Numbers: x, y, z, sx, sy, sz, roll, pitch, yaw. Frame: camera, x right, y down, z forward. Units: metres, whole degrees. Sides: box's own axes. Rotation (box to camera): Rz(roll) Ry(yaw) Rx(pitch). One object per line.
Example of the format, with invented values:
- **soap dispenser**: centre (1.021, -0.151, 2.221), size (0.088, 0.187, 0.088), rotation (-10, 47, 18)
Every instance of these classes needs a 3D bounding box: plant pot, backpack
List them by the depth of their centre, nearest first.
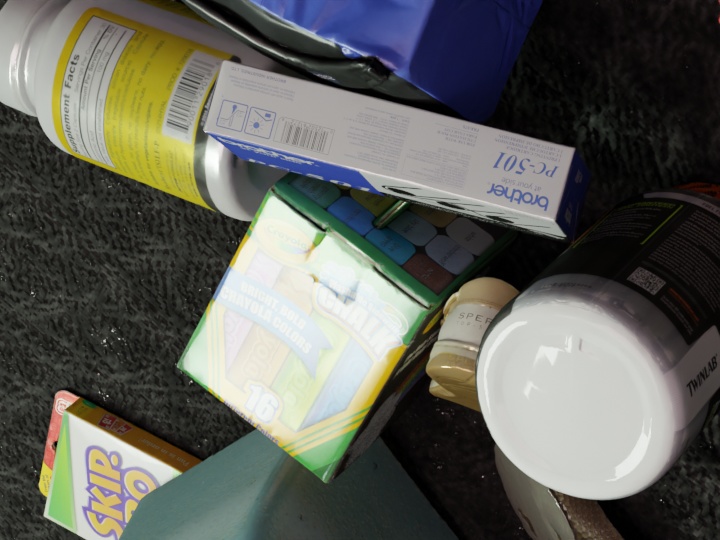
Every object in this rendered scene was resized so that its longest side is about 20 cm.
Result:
- **backpack**: centre (-0.008, -0.186, 1.414), size (0.199, 0.162, 0.168), rotation (23, 85, 24)
- **plant pot**: centre (-0.060, 0.232, 1.600), size (0.196, 0.200, 0.197), rotation (-32, 101, 33)

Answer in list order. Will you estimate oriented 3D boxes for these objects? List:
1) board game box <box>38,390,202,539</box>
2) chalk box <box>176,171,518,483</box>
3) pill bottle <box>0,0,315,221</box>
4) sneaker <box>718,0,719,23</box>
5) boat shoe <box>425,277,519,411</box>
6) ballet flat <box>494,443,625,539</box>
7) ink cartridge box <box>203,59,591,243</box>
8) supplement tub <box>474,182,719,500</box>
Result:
- **board game box**: centre (-0.138, 0.164, 1.746), size (0.200, 0.030, 0.096), rotation (27, 124, 20)
- **chalk box**: centre (0.000, 0.000, 1.521), size (0.124, 0.125, 0.200), rotation (37, 125, 10)
- **pill bottle**: centre (-0.128, -0.111, 1.547), size (0.199, 0.111, 0.112), rotation (22, 123, 28)
- **sneaker**: centre (0.225, -0.101, 1.372), size (0.201, 0.067, 0.108), rotation (43, 125, 3)
- **boat shoe**: centre (0.081, 0.046, 1.484), size (0.073, 0.200, 0.069), rotation (18, 82, 6)
- **ballet flat**: centre (0.155, 0.178, 1.569), size (0.200, 0.046, 0.067), rotation (52, 159, 6)
- **ink cartridge box**: centre (0.022, -0.064, 1.395), size (0.199, 0.094, 0.044), rotation (15, 86, 12)
- **supplement tub**: centre (0.156, 0.031, 1.394), size (0.122, 0.200, 0.123), rotation (14, 119, 26)
